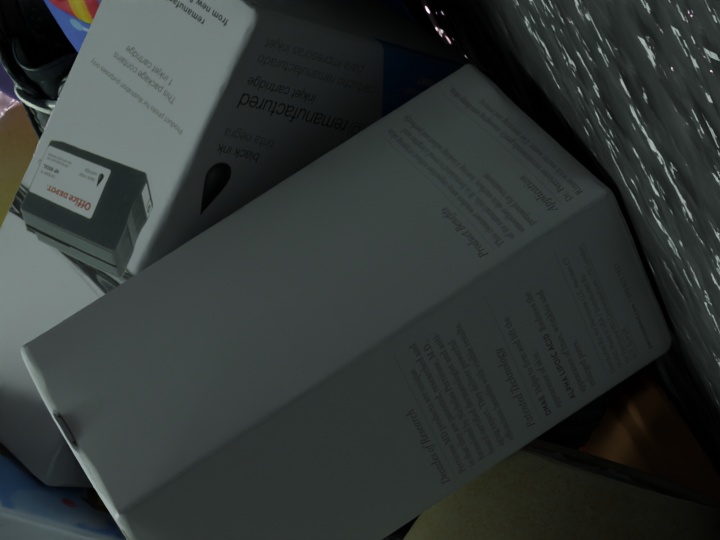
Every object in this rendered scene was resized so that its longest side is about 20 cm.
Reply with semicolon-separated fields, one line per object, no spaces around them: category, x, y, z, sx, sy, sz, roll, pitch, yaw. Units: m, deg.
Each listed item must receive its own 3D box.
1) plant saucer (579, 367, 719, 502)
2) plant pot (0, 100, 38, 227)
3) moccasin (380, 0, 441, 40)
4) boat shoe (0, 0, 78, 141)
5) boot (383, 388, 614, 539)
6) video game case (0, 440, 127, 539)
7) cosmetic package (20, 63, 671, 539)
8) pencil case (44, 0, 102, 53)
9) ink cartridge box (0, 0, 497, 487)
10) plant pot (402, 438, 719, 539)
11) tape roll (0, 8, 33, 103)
plant saucer;0.142;0.130;0.917;0.201;0.037;0.200;61;179;3
plant pot;-0.079;-0.012;1.120;0.200;0.141;0.201;29;-126;-51
moccasin;-0.027;-0.140;0.992;0.201;0.080;0.068;63;-178;-16
boat shoe;-0.135;-0.105;0.977;0.060;0.075;0.201;-64;-31;-50
boot;0.058;0.034;0.955;0.076;0.201;0.168;24;-144;-3
video game case;-0.097;0.083;0.896;0.199;0.022;0.182;20;-166;-25
cosmetic package;-0.006;0.027;0.779;0.081;0.199;0.113;61;174;-38
pencil case;-0.075;-0.101;0.927;0.200;0.078;0.087;59;-151;-49
ink cartridge box;-0.056;-0.016;0.873;0.144;0.201;0.084;9;-158;-48
plant pot;0.059;0.166;0.799;0.186;0.201;0.187;17;-178;-1
tape roll;-0.116;-0.176;1.042;0.200;0.199;0.085;63;179;-40
